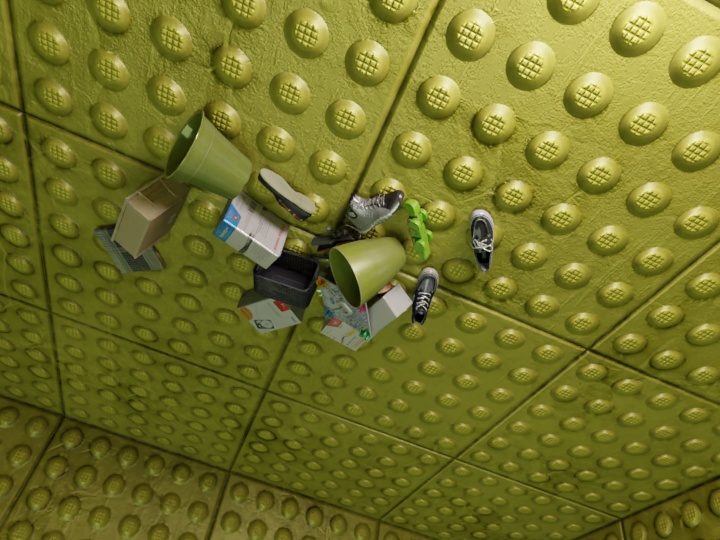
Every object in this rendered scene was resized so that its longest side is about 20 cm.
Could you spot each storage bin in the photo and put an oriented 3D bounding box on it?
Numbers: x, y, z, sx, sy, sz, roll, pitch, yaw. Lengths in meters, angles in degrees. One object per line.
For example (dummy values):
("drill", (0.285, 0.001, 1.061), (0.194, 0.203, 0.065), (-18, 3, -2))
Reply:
("storage bin", (-0.629, -0.170, 1.600), (0.093, 0.200, 0.200), (40, 132, -4))
("storage bin", (-0.241, 0.022, 1.723), (0.193, 0.138, 0.095), (17, 139, 6))

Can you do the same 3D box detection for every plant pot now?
("plant pot", (-0.404, -0.293, 1.445), (0.188, 0.206, 0.197), (31, 135, -35))
("plant pot", (0.034, -0.019, 1.586), (0.196, 0.188, 0.191), (-26, 140, -21))

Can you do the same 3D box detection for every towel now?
("towel", (-0.092, 0.028, 1.792), (0.138, 0.023, 0.204), (7, 135, 6))
("towel", (-0.804, -0.076, 1.856), (0.185, 0.035, 0.204), (-4, 131, 13))

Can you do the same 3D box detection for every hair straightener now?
("hair straightener", (-0.079, -0.100, 1.617), (0.195, 0.042, 0.077), (-5, 141, 40))

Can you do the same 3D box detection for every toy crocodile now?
("toy crocodile", (0.168, -0.116, 1.557), (0.060, 0.068, 0.204), (9, 137, 32))

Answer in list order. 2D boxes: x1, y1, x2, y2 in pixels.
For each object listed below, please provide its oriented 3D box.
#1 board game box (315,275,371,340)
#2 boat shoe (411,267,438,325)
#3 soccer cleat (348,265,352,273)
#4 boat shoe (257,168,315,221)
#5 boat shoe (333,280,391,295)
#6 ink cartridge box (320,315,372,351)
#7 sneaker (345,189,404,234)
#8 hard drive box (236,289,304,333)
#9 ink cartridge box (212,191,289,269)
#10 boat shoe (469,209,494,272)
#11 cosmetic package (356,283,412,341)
("board game box", (-0.056, 0.128, 1.741), (0.196, 0.026, 0.203), (28, 148, 26))
("boat shoe", (0.210, 0.091, 1.732), (0.072, 0.095, 0.204), (9, 136, 3))
("soccer cleat", (0.000, 0.000, 1.694), (0.196, 0.069, 0.087), (31, 101, -13))
("boat shoe", (-0.222, -0.216, 1.541), (0.063, 0.075, 0.199), (-36, 123, 29))
("boat shoe", (0.003, 0.054, 1.755), (0.192, 0.073, 0.071), (2, 156, -6))
("ink cartridge box", (-0.034, 0.218, 1.934), (0.196, 0.069, 0.117), (28, 134, -15))
("sneaker", (0.027, -0.189, 1.512), (0.114, 0.076, 0.198), (37, 132, -20))
("hard drive box", (-0.321, 0.133, 1.912), (0.195, 0.078, 0.157), (-17, 129, 27))
("ink cartridge box", (-0.328, -0.124, 1.605), (0.198, 0.149, 0.084), (36, 131, -22))
("boat shoe", (0.354, -0.081, 1.544), (0.071, 0.069, 0.203), (0, 134, 12))
("cosmetic package", (0.072, 0.144, 1.784), (0.086, 0.107, 0.200), (51, 133, 5))
